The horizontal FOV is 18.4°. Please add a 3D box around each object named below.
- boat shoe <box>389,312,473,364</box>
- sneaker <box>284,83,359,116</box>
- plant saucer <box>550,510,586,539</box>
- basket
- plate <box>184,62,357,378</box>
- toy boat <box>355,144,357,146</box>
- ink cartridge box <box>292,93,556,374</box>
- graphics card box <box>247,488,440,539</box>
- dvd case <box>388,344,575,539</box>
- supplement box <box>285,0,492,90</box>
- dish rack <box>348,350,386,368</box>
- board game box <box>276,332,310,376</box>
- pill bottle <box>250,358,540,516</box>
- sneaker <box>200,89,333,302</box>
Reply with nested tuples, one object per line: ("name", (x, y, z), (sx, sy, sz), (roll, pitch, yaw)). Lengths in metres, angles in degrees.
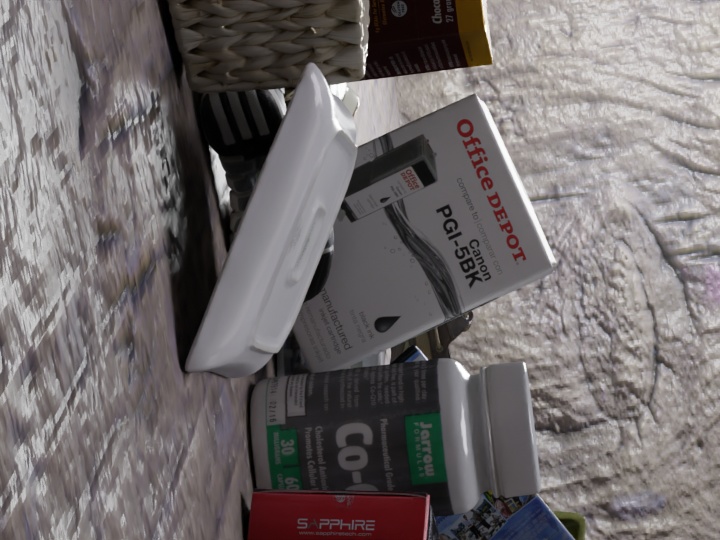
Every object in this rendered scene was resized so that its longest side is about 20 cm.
("boat shoe", (0.060, 0.038, 1.907), (0.075, 0.073, 0.202), (-83, 173, -76))
("sneaker", (-0.053, -0.131, 1.882), (0.090, 0.067, 0.201), (60, 23, -27))
("plant saucer", (0.066, 0.276, 1.740), (0.048, 0.198, 0.202), (-138, -126, -75))
("basket", (-0.061, -0.218, 1.471), (0.201, 0.134, 0.124), (-91, 176, -53))
("plate", (-0.047, -0.022, 1.416), (0.200, 0.032, 0.201), (33, 79, -83))
("toy boat", (0.009, -0.047, 2.015), (0.201, 0.129, 0.132), (80, 6, -59))
("ink cartridge box", (0.029, -0.026, 1.663), (0.083, 0.199, 0.148), (10, 55, -84))
("graphics card box", (-0.002, 0.215, 1.565), (0.200, 0.124, 0.051), (75, 17, -60))
("dvd case", (0.050, 0.178, 1.682), (0.200, 0.142, 0.018), (50, -11, 1))
("supplement box", (-0.007, -0.221, 1.687), (0.197, 0.198, 0.134), (18, 65, -85))
("dish rack", (0.000, 0.000, 1.835), (0.200, 0.043, 0.173), (-77, 166, -77))
("board game box", (-0.041, 0.110, 1.853), (0.201, 0.026, 0.201), (78, 7, -47))
("pill bottle", (0.026, 0.123, 1.600), (0.113, 0.198, 0.114), (-7, 90, -85))
("sneaker", (-0.064, -0.080, 1.586), (0.116, 0.074, 0.201), (-94, 174, -53))
